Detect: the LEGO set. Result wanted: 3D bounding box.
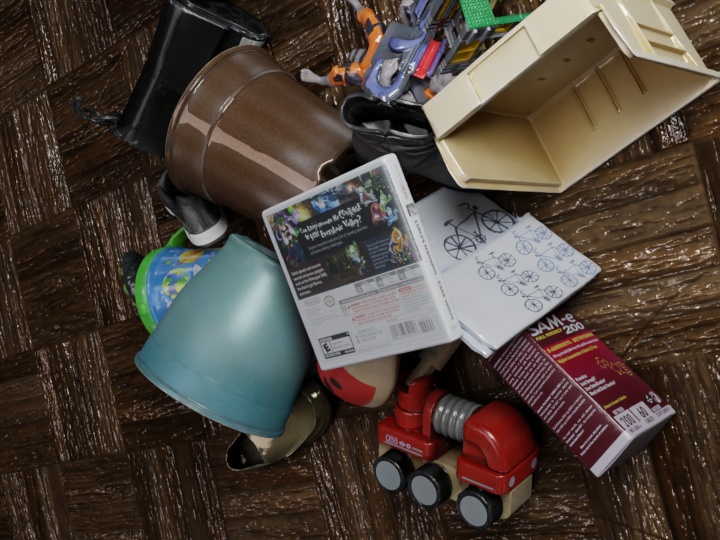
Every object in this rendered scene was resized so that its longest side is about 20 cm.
[{"bbox_3d":[0.124,-0.290,0.997,0.201,0.153,0.116,66,162,9],"label":"LEGO set"}]

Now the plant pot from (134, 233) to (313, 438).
[{"bbox_3d":[-0.136,0.068,1.172,0.200,0.200,0.189,31,93,32],"label":"plant pot"}]

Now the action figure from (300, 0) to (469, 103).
[{"bbox_3d":[0.050,-0.255,1.099,0.193,0.105,0.201,29,80,31],"label":"action figure"}]

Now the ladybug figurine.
[{"bbox_3d":[-0.008,0.090,1.118,0.200,0.071,0.137,120,142,-68],"label":"ladybug figurine"}]

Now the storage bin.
[{"bbox_3d":[0.193,-0.165,0.909,0.200,0.198,0.094,-36,69,37],"label":"storage bin"}]

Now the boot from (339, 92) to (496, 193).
[{"bbox_3d":[0.080,-0.130,1.003,0.199,0.132,0.070,3,82,5],"label":"boot"}]

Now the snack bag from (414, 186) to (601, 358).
[{"bbox_3d":[0.117,-0.016,0.999,0.200,0.188,0.021,40,140,26],"label":"snack bag"}]

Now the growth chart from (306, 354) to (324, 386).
[{"bbox_3d":[-0.043,0.076,1.250,0.199,0.018,0.146,-24,81,39],"label":"growth chart"}]

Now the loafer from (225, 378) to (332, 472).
[{"bbox_3d":[-0.109,0.215,1.287,0.076,0.067,0.200,51,127,12],"label":"loafer"}]

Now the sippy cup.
[{"bbox_3d":[-0.209,0.026,1.316,0.130,0.140,0.179,-11,104,29],"label":"sippy cup"}]

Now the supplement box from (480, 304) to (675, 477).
[{"bbox_3d":[0.207,0.102,0.989,0.200,0.109,0.061,46,123,24],"label":"supplement box"}]

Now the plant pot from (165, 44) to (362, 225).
[{"bbox_3d":[-0.091,-0.132,1.161,0.198,0.200,0.201,33,116,23],"label":"plant pot"}]

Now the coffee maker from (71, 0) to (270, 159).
[{"bbox_3d":[-0.238,-0.254,1.255,0.135,0.191,0.201,50,123,43],"label":"coffee maker"}]

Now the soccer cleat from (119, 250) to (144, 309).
[{"bbox_3d":[-0.283,0.053,1.422,0.081,0.067,0.201,-31,78,21],"label":"soccer cleat"}]

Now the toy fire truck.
[{"bbox_3d":[0.113,0.151,1.082,0.175,0.128,0.201,15,115,37],"label":"toy fire truck"}]

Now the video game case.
[{"bbox_3d":[-0.004,-0.001,0.973,0.199,0.023,0.183,-18,94,48],"label":"video game case"}]

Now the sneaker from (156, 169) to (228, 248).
[{"bbox_3d":[-0.236,-0.109,1.310,0.200,0.066,0.091,47,167,54],"label":"sneaker"}]
